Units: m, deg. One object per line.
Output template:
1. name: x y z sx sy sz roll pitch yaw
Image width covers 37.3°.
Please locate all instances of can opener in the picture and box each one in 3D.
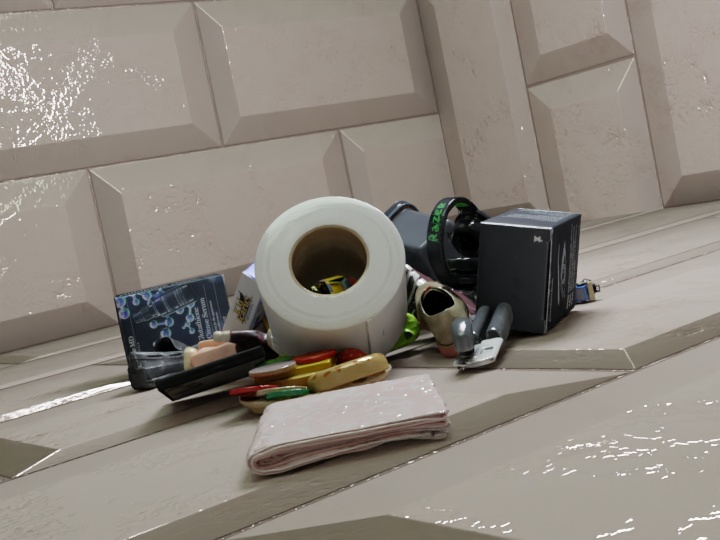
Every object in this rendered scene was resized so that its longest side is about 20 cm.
1. can opener: 0.154 0.071 1.348 0.053 0.067 0.200 -12 14 19

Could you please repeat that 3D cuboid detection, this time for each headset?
1. headset: 0.144 -0.023 1.539 0.093 0.124 0.200 -1 -29 37

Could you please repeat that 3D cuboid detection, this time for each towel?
1. towel: -0.012 0.148 1.051 0.189 0.033 0.200 -11 4 0

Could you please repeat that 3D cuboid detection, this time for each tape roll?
1. tape roll: -0.036 0.020 1.444 0.201 0.204 0.140 -12 -30 -3

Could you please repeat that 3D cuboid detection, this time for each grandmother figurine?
1. grandmother figurine: -0.170 0.114 1.575 0.199 0.061 0.121 -18 -27 29

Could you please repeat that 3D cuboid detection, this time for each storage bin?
1. storage bin: 0.124 -0.012 1.766 0.146 0.201 0.134 -44 29 -22

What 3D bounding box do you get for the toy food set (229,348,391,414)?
1. toy food set: -0.059 0.133 1.312 0.196 0.049 0.200 -12 4 3

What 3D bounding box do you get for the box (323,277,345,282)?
1. box: -0.044 0.046 1.750 0.158 0.050 0.201 -14 -30 -20

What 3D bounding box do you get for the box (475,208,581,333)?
1. box: 0.241 -0.005 1.521 0.103 0.149 0.200 6 10 22

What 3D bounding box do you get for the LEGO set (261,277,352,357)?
1. LEGO set: -0.043 0.093 1.645 0.199 0.116 0.154 7 -41 -48

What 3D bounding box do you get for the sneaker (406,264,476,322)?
1. sneaker: 0.110 0.045 1.643 0.200 0.076 0.115 36 20 34

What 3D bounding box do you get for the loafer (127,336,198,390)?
1. loafer: -0.313 0.143 1.784 0.068 0.071 0.200 -9 5 30

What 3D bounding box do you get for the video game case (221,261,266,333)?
1. video game case: -0.152 0.045 1.700 0.045 0.182 0.200 28 30 9

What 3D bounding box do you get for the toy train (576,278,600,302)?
1. toy train: 0.290 0.041 1.710 0.199 0.034 0.046 -9 8 39

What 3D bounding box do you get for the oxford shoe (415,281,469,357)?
1. oxford shoe: 0.111 0.046 1.474 0.070 0.075 0.200 -27 21 -2

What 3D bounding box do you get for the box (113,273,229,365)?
1. box: -0.335 0.098 1.939 0.198 0.150 0.107 -13 3 -13

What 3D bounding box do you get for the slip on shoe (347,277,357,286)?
1. slip on shoe: 0.000 0.000 1.609 0.061 0.201 0.074 1 -38 -16

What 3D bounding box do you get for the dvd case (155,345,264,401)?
1. dvd case: -0.197 0.142 1.440 0.142 0.018 0.200 -18 -8 -8

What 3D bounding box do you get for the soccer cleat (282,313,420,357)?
1. soccer cleat: -0.011 0.107 1.524 0.198 0.068 0.081 -12 -15 -4
